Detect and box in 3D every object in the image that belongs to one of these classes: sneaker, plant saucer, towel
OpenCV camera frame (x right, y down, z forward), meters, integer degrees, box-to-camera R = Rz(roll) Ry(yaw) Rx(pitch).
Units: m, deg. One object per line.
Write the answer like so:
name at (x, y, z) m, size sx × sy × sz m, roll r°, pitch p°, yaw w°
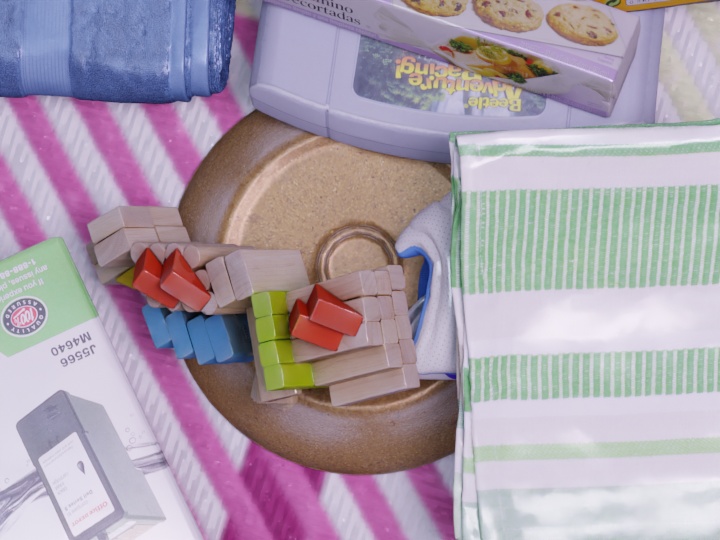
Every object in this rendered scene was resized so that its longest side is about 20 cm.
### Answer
sneaker at (0.089, 0.047, 1.421) m, size 0.146 × 0.081 × 0.201 m, roll -16°, pitch 106°, yaw 3°
plant saucer at (0.000, 0.000, 1.468) m, size 0.199 × 0.035 × 0.201 m, roll 0°, pitch 84°, yaw 4°
towel at (0.115, 0.032, 1.367) m, size 0.152 × 0.023 × 0.201 m, roll -3°, pitch 99°, yaw -4°
towel at (-0.162, -0.141, 1.487) m, size 0.199 × 0.049 × 0.112 m, roll 3°, pitch 83°, yaw 3°

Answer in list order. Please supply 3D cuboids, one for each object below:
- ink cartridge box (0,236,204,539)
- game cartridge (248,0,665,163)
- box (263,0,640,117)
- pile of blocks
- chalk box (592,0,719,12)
ink cartridge box at (-0.167, 0.108, 1.432) m, size 0.145 × 0.084 × 0.201 m, roll -25°, pitch 82°, yaw -12°
game cartridge at (0.049, -0.118, 1.458) m, size 0.199 × 0.041 × 0.134 m, roll 5°, pitch 70°, yaw 4°
box at (0.035, -0.128, 1.423) m, size 0.199 × 0.039 × 0.042 m, roll 20°, pitch 67°, yaw 10°
pile of blocks at (-0.066, 0.021, 1.413) m, size 0.199 × 0.062 × 0.083 m, roll 15°, pitch 99°, yaw 37°
chalk box at (0.140, -0.241, 1.422) m, size 0.124 × 0.124 × 0.201 m, roll -6°, pitch 67°, yaw -1°
